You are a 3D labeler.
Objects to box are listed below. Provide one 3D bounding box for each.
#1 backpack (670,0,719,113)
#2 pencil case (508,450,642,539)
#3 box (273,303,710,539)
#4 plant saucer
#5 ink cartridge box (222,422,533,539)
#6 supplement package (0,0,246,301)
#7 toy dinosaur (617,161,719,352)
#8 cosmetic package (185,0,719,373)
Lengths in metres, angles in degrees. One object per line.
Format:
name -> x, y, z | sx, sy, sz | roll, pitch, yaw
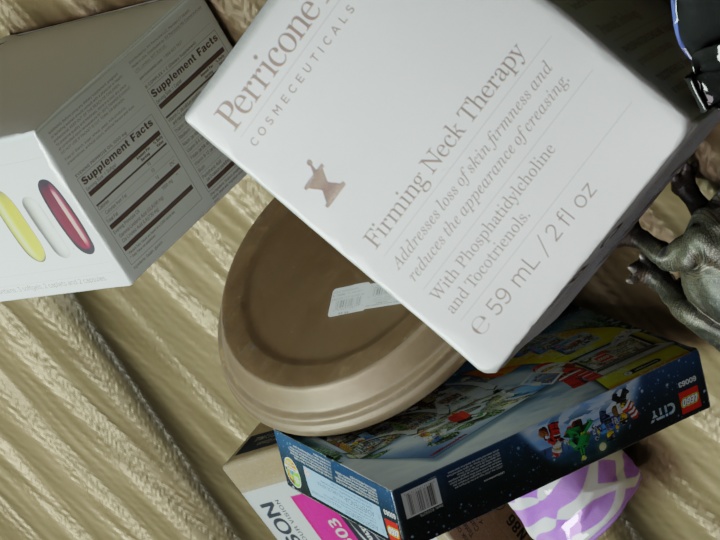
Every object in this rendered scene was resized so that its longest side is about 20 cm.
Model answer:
backpack -> 0.236, -0.151, 1.242 | 0.190, 0.154, 0.200 | 28, 148, 34
pencil case -> 0.076, 0.082, 1.687 | 0.200, 0.084, 0.085 | 47, 124, -4
box -> 0.071, 0.081, 1.563 | 0.137, 0.200, 0.038 | 21, 130, 60
plant saucer -> 0.000, 0.000, 1.583 | 0.200, 0.200, 0.029 | 6, 151, 41
ink cartridge box -> 0.031, 0.166, 1.825 | 0.200, 0.075, 0.165 | 52, 143, -13
supplement package -> -0.179, -0.071, 1.720 | 0.200, 0.156, 0.111 | -8, 120, 48
toy dinosaur -> 0.194, 0.009, 1.509 | 0.102, 0.077, 0.200 | 35, 142, 35
cosmetic package -> 0.057, -0.086, 1.416 | 0.200, 0.166, 0.167 | 40, 110, 6
